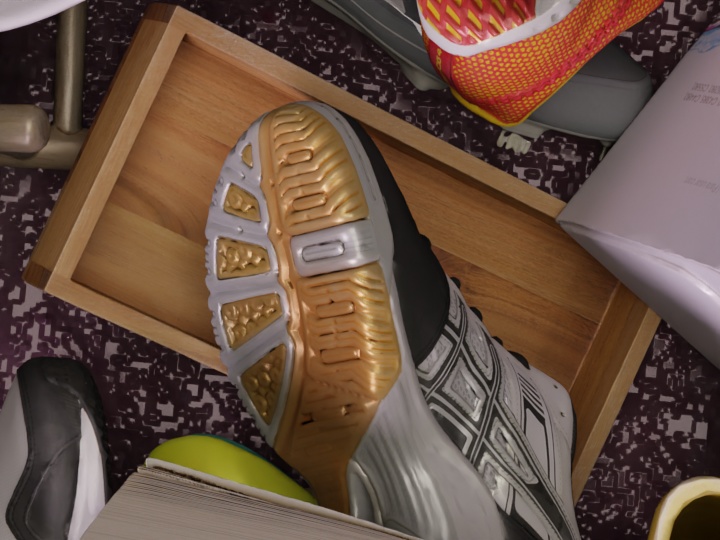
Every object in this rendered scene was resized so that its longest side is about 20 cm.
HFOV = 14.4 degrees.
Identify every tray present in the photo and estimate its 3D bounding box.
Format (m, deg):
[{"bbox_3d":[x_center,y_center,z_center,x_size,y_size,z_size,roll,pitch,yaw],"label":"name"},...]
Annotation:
[{"bbox_3d":[0.000,0.000,0.936,0.200,0.037,0.099,26,87,-22],"label":"tray"}]

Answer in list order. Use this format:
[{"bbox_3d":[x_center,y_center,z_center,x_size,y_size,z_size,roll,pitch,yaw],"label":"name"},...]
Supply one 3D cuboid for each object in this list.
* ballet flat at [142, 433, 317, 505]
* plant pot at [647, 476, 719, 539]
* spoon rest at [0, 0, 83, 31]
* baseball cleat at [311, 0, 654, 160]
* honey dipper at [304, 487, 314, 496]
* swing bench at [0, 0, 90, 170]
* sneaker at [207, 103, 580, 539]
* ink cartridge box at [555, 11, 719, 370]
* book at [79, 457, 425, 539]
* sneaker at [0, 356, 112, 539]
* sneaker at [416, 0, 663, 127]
[{"bbox_3d":[-0.009,0.143,0.927,0.067,0.067,0.200,-29,104,27],"label":"ballet flat"},{"bbox_3d":[0.158,0.178,0.899,0.200,0.176,0.200,14,89,-2],"label":"plant pot"},{"bbox_3d":[-0.066,-0.116,0.824,0.200,0.061,0.099,1,88,-5],"label":"spoon rest"},{"bbox_3d":[0.021,-0.119,0.943,0.200,0.070,0.107,27,113,-1],"label":"baseball cleat"},{"bbox_3d":[-0.085,0.086,0.964,0.200,0.038,0.038,-8,89,-5],"label":"honey dipper"},{"bbox_3d":[-0.186,-0.137,0.921,0.200,0.130,0.199,3,89,3],"label":"swing bench"},{"bbox_3d":[0.018,0.038,0.894,0.088,0.076,0.200,-26,103,-40],"label":"sneaker"},{"bbox_3d":[0.195,-0.039,0.900,0.147,0.146,0.200,41,85,-18],"label":"ink cartridge box"},{"bbox_3d":[-0.012,0.164,0.870,0.133,0.048,0.200,13,126,19],"label":"book"},{"bbox_3d":[-0.133,0.115,0.909,0.080,0.074,0.200,15,110,-14],"label":"sneaker"},{"bbox_3d":[0.094,-0.129,0.907,0.200,0.077,0.073,-40,66,-8],"label":"sneaker"}]
